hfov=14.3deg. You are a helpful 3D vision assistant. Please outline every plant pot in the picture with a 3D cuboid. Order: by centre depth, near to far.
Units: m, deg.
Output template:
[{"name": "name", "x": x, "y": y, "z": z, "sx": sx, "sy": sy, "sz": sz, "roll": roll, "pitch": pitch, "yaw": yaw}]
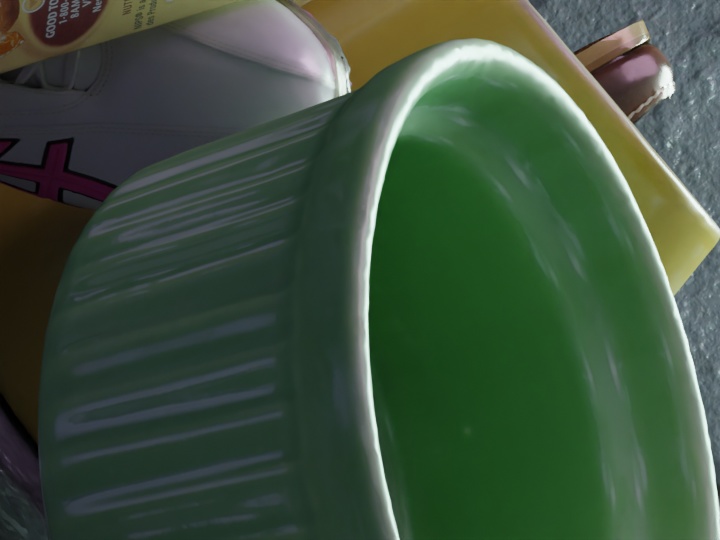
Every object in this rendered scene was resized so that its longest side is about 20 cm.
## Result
[{"name": "plant pot", "x": 0.000, "y": 0.000, "z": 0.895, "sx": 0.201, "sy": 0.189, "sz": 0.201, "roll": 49, "pitch": 7, "yaw": -8}]

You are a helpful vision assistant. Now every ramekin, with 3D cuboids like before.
[{"name": "ramekin", "x": 0.007, "y": 0.050, "z": 0.714, "sx": 0.200, "sy": 0.098, "sz": 0.200, "roll": 35, "pitch": 48, "yaw": -53}]

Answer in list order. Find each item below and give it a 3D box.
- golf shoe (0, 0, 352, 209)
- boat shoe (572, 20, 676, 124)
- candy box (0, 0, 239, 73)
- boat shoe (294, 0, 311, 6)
[{"name": "golf shoe", "x": -0.101, "y": -0.057, "z": 0.793, "sx": 0.200, "sy": 0.073, "sz": 0.092, "roll": 12, "pitch": 6, "yaw": 25}, {"name": "boat shoe", "x": 0.037, "y": -0.013, "z": 1.042, "sx": 0.070, "sy": 0.200, "sz": 0.070, "roll": 54, "pitch": -6, "yaw": 5}, {"name": "candy box", "x": -0.111, "y": -0.108, "z": 0.747, "sx": 0.115, "sy": 0.200, "sz": 0.055, "roll": 53, "pitch": -32, "yaw": 31}, {"name": "boat shoe", "x": -0.089, "y": -0.077, "z": 0.955, "sx": 0.074, "sy": 0.200, "sz": 0.069, "roll": -118, "pitch": -151, "yaw": -58}]
